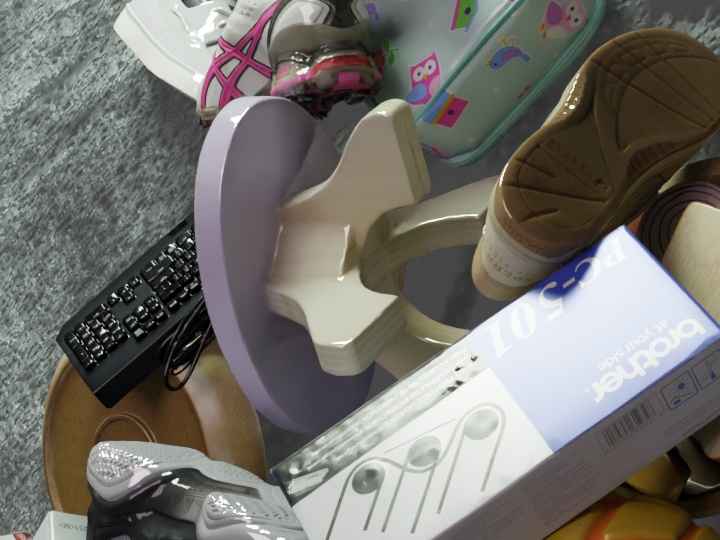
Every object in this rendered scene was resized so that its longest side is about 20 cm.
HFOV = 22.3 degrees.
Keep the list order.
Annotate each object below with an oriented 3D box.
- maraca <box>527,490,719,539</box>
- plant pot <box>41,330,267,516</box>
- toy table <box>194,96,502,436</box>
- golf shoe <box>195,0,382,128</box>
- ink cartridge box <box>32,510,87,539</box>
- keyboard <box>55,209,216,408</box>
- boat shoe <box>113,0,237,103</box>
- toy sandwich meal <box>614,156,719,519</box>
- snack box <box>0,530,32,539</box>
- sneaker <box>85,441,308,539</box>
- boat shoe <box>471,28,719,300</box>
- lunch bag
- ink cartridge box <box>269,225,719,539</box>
[{"bbox_3d":[0.133,0.173,0.791,0.200,0.136,0.108,50,137,39],"label":"maraca"},{"bbox_3d":[-0.135,0.118,1.113,0.199,0.027,0.202,6,99,41],"label":"plant pot"},{"bbox_3d":[0.000,0.000,0.989,0.116,0.201,0.184,2,42,36],"label":"toy table"},{"bbox_3d":[-0.046,-0.133,1.078,0.200,0.072,0.093,-13,84,63],"label":"golf shoe"},{"bbox_3d":[-0.202,0.274,1.099,0.200,0.043,0.174,-56,32,35],"label":"ink cartridge box"},{"bbox_3d":[-0.092,-0.007,1.071,0.200,0.040,0.104,-42,47,-4],"label":"keyboard"},{"bbox_3d":[-0.104,-0.154,1.248,0.069,0.072,0.200,-57,33,8],"label":"boat shoe"},{"bbox_3d":[0.156,0.028,0.878,0.204,0.070,0.207,-22,56,38],"label":"toy sandwich meal"},{"bbox_3d":[-0.183,0.267,0.942,0.200,0.067,0.169,52,132,35],"label":"snack box"},{"bbox_3d":[-0.074,0.161,0.917,0.199,0.075,0.115,17,97,46],"label":"sneaker"},{"bbox_3d":[0.117,-0.056,0.908,0.071,0.200,0.065,42,140,11],"label":"boat shoe"},{"bbox_3d":[0.049,-0.168,1.080,0.161,0.077,0.201,-50,41,23],"label":"lunch bag"},{"bbox_3d":[0.065,0.071,0.813,0.199,0.044,0.094,-35,40,-2],"label":"ink cartridge box"}]
